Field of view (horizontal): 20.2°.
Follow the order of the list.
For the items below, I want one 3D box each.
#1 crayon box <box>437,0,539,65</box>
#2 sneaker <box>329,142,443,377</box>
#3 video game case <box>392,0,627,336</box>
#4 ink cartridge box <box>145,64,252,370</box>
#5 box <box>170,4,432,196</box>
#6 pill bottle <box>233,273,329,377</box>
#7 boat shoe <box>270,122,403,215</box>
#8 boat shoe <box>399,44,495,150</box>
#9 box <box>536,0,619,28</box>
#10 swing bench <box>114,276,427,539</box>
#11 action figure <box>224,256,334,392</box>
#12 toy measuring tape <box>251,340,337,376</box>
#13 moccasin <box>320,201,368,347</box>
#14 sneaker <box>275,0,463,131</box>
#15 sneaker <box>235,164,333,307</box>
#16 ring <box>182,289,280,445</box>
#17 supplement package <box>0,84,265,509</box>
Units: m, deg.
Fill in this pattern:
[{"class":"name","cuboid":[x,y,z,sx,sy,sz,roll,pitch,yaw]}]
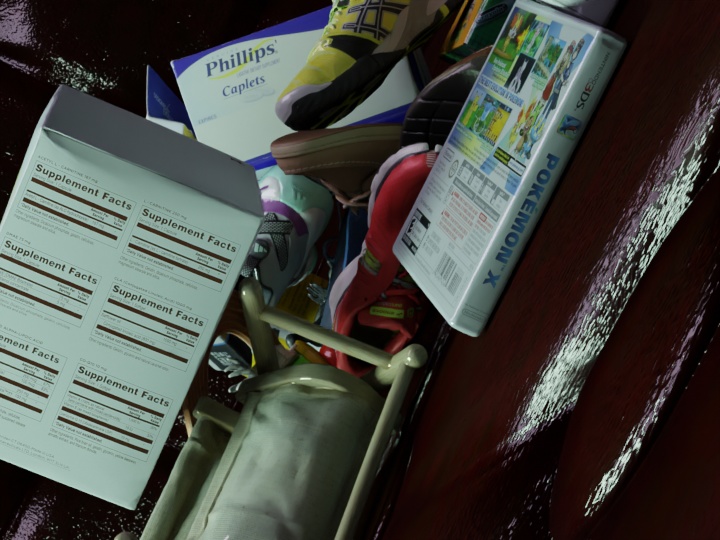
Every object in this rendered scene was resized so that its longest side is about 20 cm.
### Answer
[{"class":"crayon box","cuboid":[0.116,-0.203,1.499,0.119,0.058,0.200,-64,4,1]},{"class":"sneaker","cuboid":[0.031,0.003,1.356,0.085,0.077,0.200,-86,12,-47]},{"class":"video game case","cuboid":[0.082,-0.067,1.186,0.182,0.022,0.200,-64,13,8]},{"class":"ink cartridge box","cuboid":[-0.130,-0.040,1.670,0.198,0.047,0.200,49,-138,-63]},{"class":"box","cuboid":[-0.033,-0.130,1.640,0.200,0.184,0.105,41,-149,-77]},{"class":"pill bottle","cuboid":[-0.104,0.034,1.825,0.111,0.200,0.111,-63,4,9]},{"class":"boat shoe","cuboid":[0.013,-0.073,1.466,0.200,0.071,0.065,-4,-88,-50]},{"class":"boat shoe","cuboid":[0.067,-0.094,1.376,0.074,0.076,0.200,-61,2,-34]},{"class":"box","cuboid":[0.100,-0.234,1.259,0.106,0.152,0.200,-63,5,8]},{"class":"swing bench","cuboid":[-0.066,0.147,1.245,0.200,0.130,0.199,113,179,-59]},{"class":"action figure","cuboid":[-0.057,0.089,1.626,0.119,0.102,0.200,-37,23,55]},{"class":"toy measuring tape","cuboid":[-0.032,0.085,1.420,0.074,0.074,0.200,-64,-7,-2]},{"class":"moccasin","cuboid":[0.000,0.000,1.569,0.068,0.080,0.200,-54,10,50]},{"class":"sneaker","cuboid":[-0.001,-0.176,1.491,0.200,0.076,0.075,-45,0,-30]},{"class":"sneaker","cuboid":[-0.093,0.008,1.598,0.140,0.078,0.200,-57,-5,-21]},{"class":"ring","cuboid":[-0.076,0.106,1.457,0.019,0.201,0.200,-16,26,20]},{"class":"supplement package","cuboid":[-0.168,0.010,1.287,0.191,0.147,0.200,-113,46,-77]}]
